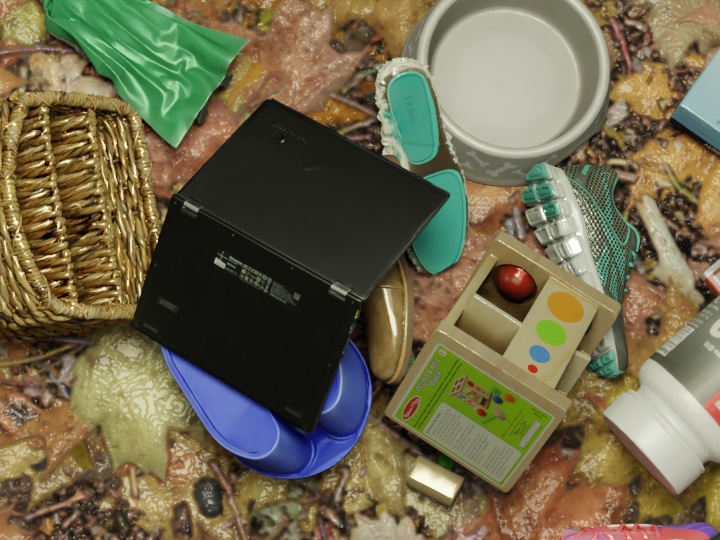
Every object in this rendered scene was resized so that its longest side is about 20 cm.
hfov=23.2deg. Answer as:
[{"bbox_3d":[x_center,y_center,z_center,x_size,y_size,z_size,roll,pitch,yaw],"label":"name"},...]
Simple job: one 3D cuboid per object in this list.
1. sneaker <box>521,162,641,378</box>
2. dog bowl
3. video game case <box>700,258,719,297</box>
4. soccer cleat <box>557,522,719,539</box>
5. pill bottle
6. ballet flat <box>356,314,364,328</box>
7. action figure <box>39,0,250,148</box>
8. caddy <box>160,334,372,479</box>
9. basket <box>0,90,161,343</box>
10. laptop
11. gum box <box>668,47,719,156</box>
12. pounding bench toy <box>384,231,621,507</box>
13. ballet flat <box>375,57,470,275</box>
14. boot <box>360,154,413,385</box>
[{"bbox_3d":[0.216,-0.006,1.556,0.091,0.078,0.200,-13,87,-22],"label":"sneaker"},{"bbox_3d":[0.135,-0.180,1.592,0.200,0.059,0.200,1,79,-5],"label":"dog bowl"},{"bbox_3d":[0.425,0.039,1.589,0.143,0.017,0.200,-37,83,-11],"label":"video game case"},{"bbox_3d":[0.212,0.245,1.506,0.200,0.068,0.073,-19,76,-6],"label":"soccer cleat"},{"bbox_3d":[0.315,0.093,1.512,0.200,0.114,0.114,-42,84,-2],"label":"pill bottle"},{"bbox_3d":[-0.041,-0.040,1.537,0.074,0.074,0.200,-43,86,-11],"label":"ballet flat"},{"bbox_3d":[-0.212,-0.209,1.572,0.200,0.055,0.118,34,79,6],"label":"action figure"},{"bbox_3d":[-0.080,0.082,1.496,0.141,0.105,0.200,-36,71,5],"label":"caddy"},{"bbox_3d":[-0.257,-0.051,1.476,0.149,0.143,0.200,-11,79,8],"label":"basket"},{"bbox_3d":[-0.060,-0.007,1.450,0.187,0.116,0.200,29,114,19],"label":"laptop"},{"bbox_3d":[0.409,-0.170,1.609,0.170,0.045,0.200,36,72,5],"label":"gum box"},{"bbox_3d":[0.112,0.094,1.506,0.124,0.200,0.156,32,46,4],"label":"pounding bench toy"},{"bbox_3d":[0.052,-0.098,1.552,0.072,0.072,0.200,-13,112,-7],"label":"ballet flat"},{"bbox_3d":[0.000,0.000,1.481,0.075,0.074,0.200,-1,75,-24],"label":"boot"}]
